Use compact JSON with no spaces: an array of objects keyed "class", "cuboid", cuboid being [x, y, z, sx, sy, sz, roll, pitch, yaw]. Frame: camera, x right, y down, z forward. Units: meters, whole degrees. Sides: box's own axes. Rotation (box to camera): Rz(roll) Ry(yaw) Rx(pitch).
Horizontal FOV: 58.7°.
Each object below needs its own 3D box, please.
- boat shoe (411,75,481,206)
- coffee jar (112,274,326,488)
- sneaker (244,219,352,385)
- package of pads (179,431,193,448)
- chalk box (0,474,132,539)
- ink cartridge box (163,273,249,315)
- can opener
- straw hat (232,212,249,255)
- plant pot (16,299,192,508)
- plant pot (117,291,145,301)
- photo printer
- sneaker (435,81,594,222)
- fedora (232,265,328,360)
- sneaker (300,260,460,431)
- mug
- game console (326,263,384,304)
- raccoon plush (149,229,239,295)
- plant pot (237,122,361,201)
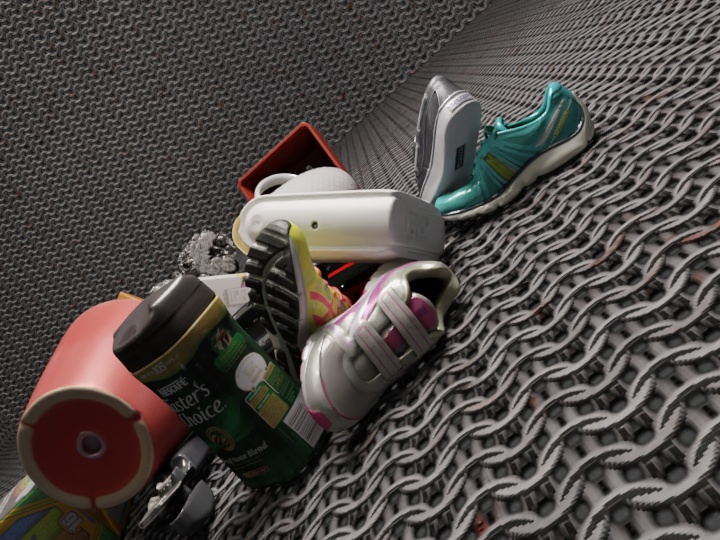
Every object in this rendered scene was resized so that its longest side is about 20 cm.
[{"class":"boat shoe","cuboid":[0.092,-0.138,0.761,0.071,0.068,0.201,-29,-30,-17]},{"class":"coffee jar","cuboid":[-0.126,0.101,0.579,0.104,0.201,0.086,-28,19,42]},{"class":"sneaker","cuboid":[-0.048,0.035,0.621,0.077,0.203,0.090,22,44,40]},{"class":"package of pads","cuboid":[-0.309,0.169,0.868,0.154,0.200,0.068,-37,16,16]},{"class":"chalk box","cuboid":[-0.406,0.339,0.803,0.200,0.124,0.124,-44,16,-2]},{"class":"ink cartridge box","cuboid":[-0.207,0.041,1.021,0.196,0.069,0.116,-5,1,-22]},{"class":"can opener","cuboid":[-0.184,0.230,0.686,0.053,0.067,0.200,-47,2,-2]},{"class":"straw hat","cuboid":[-0.151,-0.050,1.267,0.202,0.198,0.086,-55,-20,-40]},{"class":"plant pot","cuboid":[-0.279,0.155,0.727,0.200,0.201,0.178,-39,14,9]},{"class":"plant pot","cuboid":[-0.303,0.136,0.993,0.199,0.197,0.142,-1,67,68]},{"class":"photo printer","cuboid":[-0.023,-0.045,0.710,0.197,0.071,0.166,1,-2,27]},{"class":"sneaker","cuboid":[0.161,-0.129,0.719,0.199,0.080,0.078,-37,15,23]},{"class":"fedora","cuboid":[-0.094,0.083,0.760,0.199,0.092,0.201,-35,18,13]},{"class":"sneaker","cuboid":[0.022,0.053,0.566,0.088,0.081,0.201,-25,23,52]},{"class":"mug","cuboid":[-0.104,-0.118,1.173,0.175,0.198,0.149,-45,-26,-39]},{"class":"game console","cuboid":[0.000,0.000,0.891,0.199,0.031,0.177,-28,17,44]},{"class":"raccoon plush","cuboid":[-0.316,-0.005,1.194,0.198,0.098,0.134,-25,1,-28]},{"class":"plant pot","cuboid":[-0.109,-0.180,1.384,0.199,0.201,0.176,-37,5,17]}]
